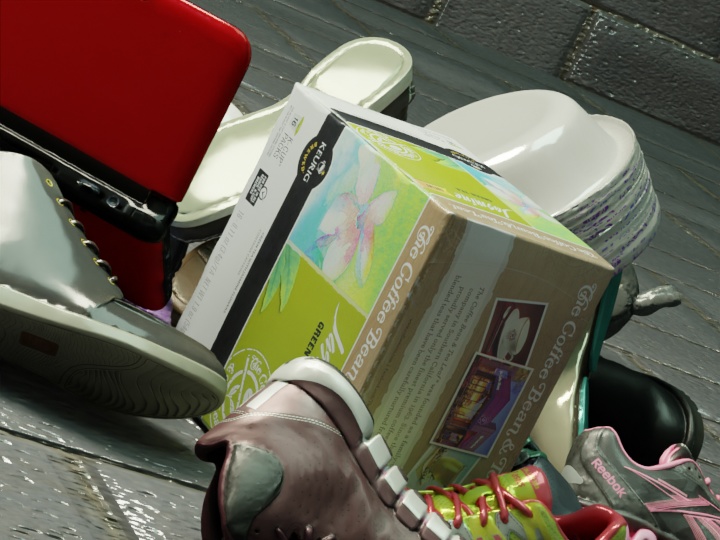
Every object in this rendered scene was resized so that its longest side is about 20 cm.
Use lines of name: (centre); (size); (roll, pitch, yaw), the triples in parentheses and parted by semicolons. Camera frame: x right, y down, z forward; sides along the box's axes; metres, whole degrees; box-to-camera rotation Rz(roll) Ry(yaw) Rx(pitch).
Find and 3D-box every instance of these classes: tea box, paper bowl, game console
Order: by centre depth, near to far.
tea box: (0.010, 0.030, 1.470); (0.133, 0.201, 0.197); (17, 15, -37)
game console: (-0.173, -0.096, 1.495); (0.199, 0.119, 0.173); (29, -24, 11)
paper bowl: (0.098, -0.051, 1.731); (0.201, 0.200, 0.105); (-118, -175, -69)

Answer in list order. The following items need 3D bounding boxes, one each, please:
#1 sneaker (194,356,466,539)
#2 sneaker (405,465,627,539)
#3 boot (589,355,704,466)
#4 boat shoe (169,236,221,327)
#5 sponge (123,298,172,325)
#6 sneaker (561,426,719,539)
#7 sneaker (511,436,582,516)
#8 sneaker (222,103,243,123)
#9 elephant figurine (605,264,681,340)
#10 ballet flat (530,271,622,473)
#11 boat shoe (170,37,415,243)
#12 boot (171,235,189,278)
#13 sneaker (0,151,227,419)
sneaker: (-0.015, 0.151, 1.269); (0.115, 0.076, 0.200); (-31, 78, -32)
sneaker: (0.062, 0.141, 1.382); (0.199, 0.091, 0.078); (17, 17, -31)
boot: (0.127, 0.081, 1.779); (0.157, 0.080, 0.211); (22, 4, -41)
boat shoe: (-0.070, 0.017, 1.682); (0.071, 0.065, 0.200); (45, 34, 17)
sponge: (-0.210, 0.002, 1.527); (0.199, 0.030, 0.112); (25, 12, -8)
sneaker: (0.206, 0.157, 1.564); (0.199, 0.096, 0.079); (24, -24, -17)
sneaker: (0.071, 0.105, 1.516); (0.074, 0.088, 0.200); (-18, 23, -17)
sneaker: (-0.118, -0.048, 1.683); (0.081, 0.076, 0.200); (48, -27, 8)
elephant figurine: (0.134, 0.001, 2.047); (0.156, 0.141, 0.200); (53, -9, -11)
ballet flat: (0.132, 0.071, 1.708); (0.069, 0.069, 0.201); (23, 57, -15)
boat shoe: (-0.043, -0.069, 1.572); (0.201, 0.061, 0.072); (-35, 53, -25)
boot: (-0.205, -0.040, 1.606); (0.130, 0.068, 0.199); (14, 1, -38)
sneaker: (-0.157, 0.004, 1.413); (0.199, 0.075, 0.107); (24, 55, -11)
